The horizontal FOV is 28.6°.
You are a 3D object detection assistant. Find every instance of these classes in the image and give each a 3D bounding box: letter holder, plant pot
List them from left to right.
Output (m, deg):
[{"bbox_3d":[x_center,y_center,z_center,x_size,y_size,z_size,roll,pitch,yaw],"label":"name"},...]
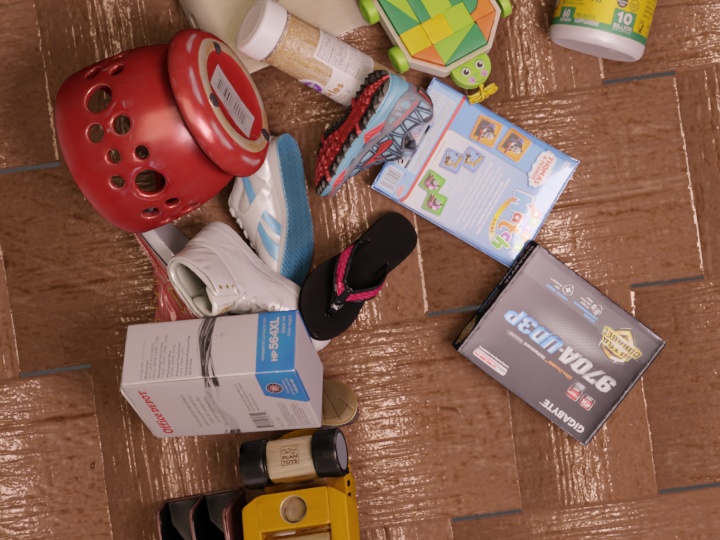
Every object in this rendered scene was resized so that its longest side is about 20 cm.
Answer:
[{"bbox_3d":[-0.214,-0.165,1.593,0.182,0.200,0.201,-23,92,20],"label":"plant pot"},{"bbox_3d":[-0.177,0.374,1.664,0.100,0.142,0.200,-10,93,3],"label":"letter holder"}]

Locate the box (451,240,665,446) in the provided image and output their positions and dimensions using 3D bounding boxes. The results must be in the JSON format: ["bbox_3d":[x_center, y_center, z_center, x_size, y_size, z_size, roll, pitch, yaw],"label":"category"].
[{"bbox_3d":[0.234,0.086,1.665,0.200,0.046,0.159,37,94,-10],"label":"box"}]

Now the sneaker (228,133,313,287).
[{"bbox_3d":[-0.109,-0.061,1.682,0.081,0.076,0.200,-1,98,26],"label":"sneaker"}]

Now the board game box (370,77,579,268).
[{"bbox_3d":[0.136,-0.114,1.680,0.200,0.037,0.151,30,94,2],"label":"board game box"}]

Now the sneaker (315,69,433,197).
[{"bbox_3d":[0.016,-0.141,1.632,0.095,0.200,0.079,18,51,-22],"label":"sneaker"}]

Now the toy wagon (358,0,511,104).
[{"bbox_3d":[0.100,-0.290,1.651,0.155,0.040,0.200,-29,84,-7],"label":"toy wagon"}]

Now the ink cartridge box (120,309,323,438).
[{"bbox_3d":[-0.154,0.120,1.597,0.200,0.146,0.084,-4,59,9],"label":"ink cartridge box"}]

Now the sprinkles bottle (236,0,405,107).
[{"bbox_3d":[-0.043,-0.240,1.626,0.200,0.068,0.068,25,94,-27],"label":"sprinkles bottle"}]

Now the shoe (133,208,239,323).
[{"bbox_3d":[-0.226,0.022,1.685,0.091,0.071,0.200,-43,81,17],"label":"shoe"}]

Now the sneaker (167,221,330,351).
[{"bbox_3d":[-0.133,0.041,1.615,0.200,0.116,0.074,41,126,2],"label":"sneaker"}]

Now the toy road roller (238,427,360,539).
[{"bbox_3d":[-0.057,0.282,1.635,0.123,0.146,0.200,-10,67,13],"label":"toy road roller"}]

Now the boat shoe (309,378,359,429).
[{"bbox_3d":[-0.097,0.157,1.687,0.200,0.065,0.073,12,66,18],"label":"boat shoe"}]

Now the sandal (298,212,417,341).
[{"bbox_3d":[0.000,0.000,1.640,0.075,0.045,0.200,48,62,-10],"label":"sandal"}]

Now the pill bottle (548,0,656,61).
[{"bbox_3d":[0.294,-0.351,1.625,0.113,0.113,0.200,15,93,2],"label":"pill bottle"}]

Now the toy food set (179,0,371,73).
[{"bbox_3d":[-0.105,-0.319,1.677,0.200,0.060,0.144,-24,91,-5],"label":"toy food set"}]
